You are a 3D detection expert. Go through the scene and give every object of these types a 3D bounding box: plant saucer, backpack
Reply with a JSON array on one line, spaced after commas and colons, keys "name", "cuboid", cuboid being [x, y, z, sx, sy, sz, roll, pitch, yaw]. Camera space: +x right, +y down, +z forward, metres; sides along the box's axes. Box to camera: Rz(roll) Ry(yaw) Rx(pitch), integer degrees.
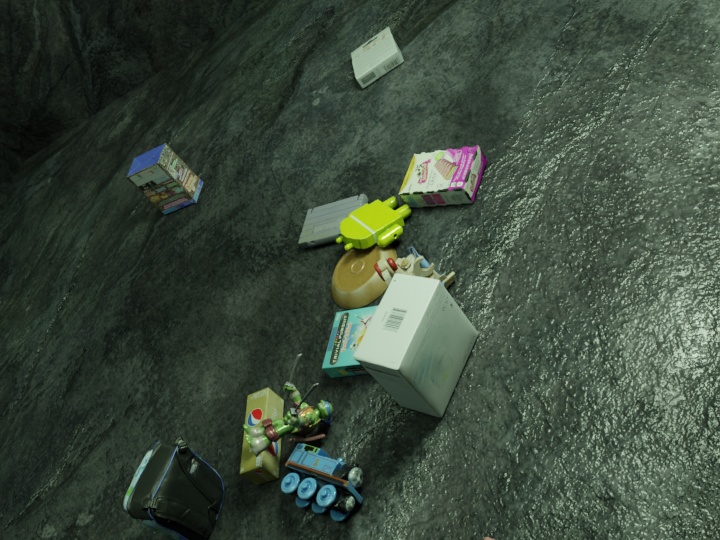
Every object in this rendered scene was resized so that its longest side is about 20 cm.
[{"name": "plant saucer", "cuboid": [0.000, 0.000, 1.899, 0.197, 0.035, 0.203, -23, 44, 23]}, {"name": "backpack", "cuboid": [-0.408, 0.495, 1.688, 0.144, 0.201, 0.186, -6, 49, 37]}]

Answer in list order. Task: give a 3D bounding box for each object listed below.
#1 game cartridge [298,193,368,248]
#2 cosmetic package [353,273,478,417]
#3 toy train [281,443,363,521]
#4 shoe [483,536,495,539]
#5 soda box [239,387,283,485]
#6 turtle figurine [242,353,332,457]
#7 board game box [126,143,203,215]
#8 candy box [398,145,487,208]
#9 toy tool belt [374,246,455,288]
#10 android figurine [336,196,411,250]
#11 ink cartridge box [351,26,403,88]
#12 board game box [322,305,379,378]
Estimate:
[{"name": "game cartridge", "cuboid": [-0.074, -0.130, 2.080, 0.196, 0.038, 0.132, -12, 53, 33]}, {"name": "cosmetic package", "cuboid": [0.118, 0.151, 1.537, 0.121, 0.200, 0.202, 9, 62, 41]}, {"name": "toy train", "cuboid": [-0.077, 0.429, 1.555, 0.197, 0.087, 0.116, 3, 52, 42]}, {"name": "shoe", "cuboid": [0.264, 0.494, 1.214, 0.197, 0.071, 0.093, 3, 63, 47]}, {"name": "soda box", "cuboid": [-0.222, 0.376, 1.736, 0.063, 0.068, 0.203, -22, 44, 24]}, {"name": "turtle figurine", "cuboid": [-0.167, 0.295, 1.635, 0.191, 0.202, 0.145, -28, 47, -8]}, {"name": "board game box", "cuboid": [-0.668, -0.310, 2.611, 0.156, 0.201, 0.098, -16, 45, 28]}, {"name": "candy box", "cuboid": [0.205, -0.233, 1.907, 0.197, 0.061, 0.139, -2, 55, 40]}, {"name": "toy tool belt", "cuboid": [0.124, 0.005, 1.663, 0.122, 0.200, 0.126, -36, 48, 11]}, {"name": "android figurine", "cuboid": [0.029, -0.116, 1.931, 0.198, 0.042, 0.181, -34, 38, -17]}, {"name": "ink cartridge box", "cuboid": [0.050, -0.688, 2.457, 0.158, 0.047, 0.202, -31, 36, 17]}, {"name": "board game box", "cuboid": [0.017, 0.159, 1.737, 0.196, 0.047, 0.154, -11, 49, 33]}]
